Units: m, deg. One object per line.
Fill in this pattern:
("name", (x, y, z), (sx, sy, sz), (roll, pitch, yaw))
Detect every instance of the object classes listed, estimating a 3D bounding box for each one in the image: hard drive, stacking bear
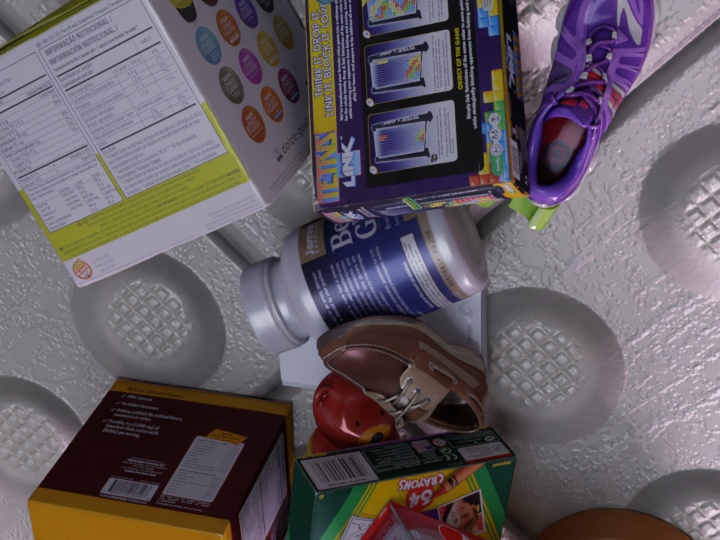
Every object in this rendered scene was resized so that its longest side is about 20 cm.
("hard drive", (0.018, 0.058, 1.299), (0.197, 0.026, 0.133), (6, 120, 16))
("stacking bear", (-0.003, 0.180, 1.314), (0.120, 0.114, 0.202), (-16, 127, -18))

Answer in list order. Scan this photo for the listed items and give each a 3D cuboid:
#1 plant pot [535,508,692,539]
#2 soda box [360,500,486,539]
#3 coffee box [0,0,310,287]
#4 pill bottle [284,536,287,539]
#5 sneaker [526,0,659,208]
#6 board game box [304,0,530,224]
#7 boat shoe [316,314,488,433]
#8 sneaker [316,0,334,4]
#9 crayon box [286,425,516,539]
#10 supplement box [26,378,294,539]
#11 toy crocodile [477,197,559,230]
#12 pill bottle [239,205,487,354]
("plant pot", (0.238, 0.348, 1.321), (0.197, 0.140, 0.202), (8, 120, 14))
("soda box", (0.088, 0.274, 1.236), (0.199, 0.064, 0.070), (28, 104, -35))
("coffee box", (-0.165, -0.143, 1.142), (0.198, 0.200, 0.199), (-21, 110, 28))
("pill bottle", (-0.014, 0.364, 1.431), (0.200, 0.113, 0.113), (44, 122, -10))
("sneaker", (0.177, -0.142, 1.079), (0.080, 0.083, 0.202), (17, 100, 4))
("board game box", (0.042, -0.148, 1.094), (0.163, 0.057, 0.203), (-7, 78, 23))
("boat shoe", (0.045, 0.092, 1.192), (0.199, 0.073, 0.075), (19, 140, -41))
("sneaker", (-0.020, -0.318, 1.079), (0.129, 0.080, 0.202), (-27, 84, -2))
("crayon box", (0.033, 0.240, 1.266), (0.198, 0.058, 0.175), (-6, 119, -23))
("supplement box", (-0.183, 0.226, 1.357), (0.195, 0.200, 0.134), (7, 121, 15))
("toy crocodile", (0.085, -0.110, 1.160), (0.200, 0.062, 0.067), (43, 122, -8))
("pill bottle", (0.000, 0.000, 1.204), (0.198, 0.111, 0.112), (-22, 110, 17))
